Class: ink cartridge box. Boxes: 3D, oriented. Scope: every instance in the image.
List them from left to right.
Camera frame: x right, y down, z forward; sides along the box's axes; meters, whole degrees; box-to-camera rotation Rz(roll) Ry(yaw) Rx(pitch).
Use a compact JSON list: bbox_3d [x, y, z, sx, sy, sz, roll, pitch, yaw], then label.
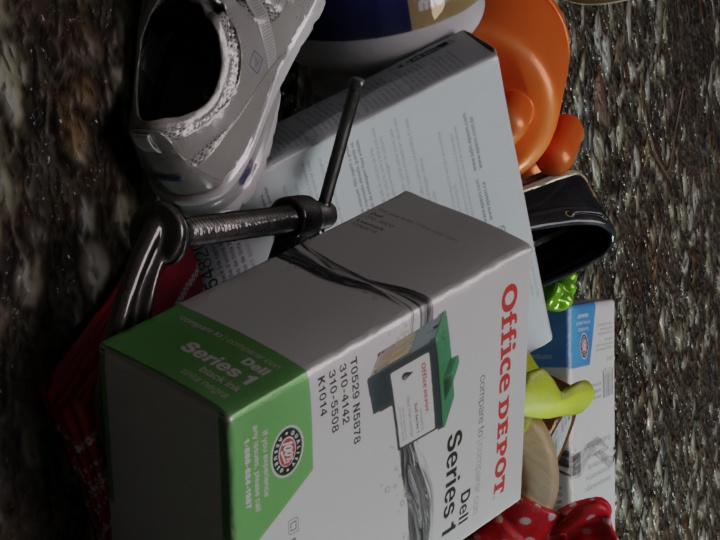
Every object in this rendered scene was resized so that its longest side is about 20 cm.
[{"bbox_3d":[-0.014,0.070,0.851,0.199,0.084,0.147,-28,129,-41],"label":"ink cartridge box"},{"bbox_3d":[0.000,0.000,1.021,0.199,0.041,0.201,-28,128,-18],"label":"ink cartridge box"},{"bbox_3d":[0.140,0.124,1.452,0.145,0.083,0.202,-2,91,-70],"label":"ink cartridge box"}]

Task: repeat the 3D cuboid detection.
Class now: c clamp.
[{"bbox_3d":[-0.062,0.002,0.876,0.200,0.027,0.172,-22,125,-62],"label":"c clamp"}]

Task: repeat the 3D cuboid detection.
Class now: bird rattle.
[{"bbox_3d":[0.075,0.128,1.174,0.113,0.162,0.201,-102,-178,-65],"label":"bird rattle"}]

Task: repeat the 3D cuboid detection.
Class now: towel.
[{"bbox_3d":[-0.091,0.095,0.904,0.145,0.022,0.201,-63,147,-52],"label":"towel"}]

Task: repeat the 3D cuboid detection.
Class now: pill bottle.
[{"bbox_3d":[0.005,-0.172,1.032,0.120,0.119,0.201,-57,141,-57],"label":"pill bottle"}]

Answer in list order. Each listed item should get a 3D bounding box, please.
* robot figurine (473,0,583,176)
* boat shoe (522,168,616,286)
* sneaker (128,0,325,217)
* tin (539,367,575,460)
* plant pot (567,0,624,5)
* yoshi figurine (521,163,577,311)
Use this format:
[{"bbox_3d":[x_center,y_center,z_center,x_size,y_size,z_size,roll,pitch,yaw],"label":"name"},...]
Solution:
[{"bbox_3d":[0.074,-0.128,1.218,0.200,0.143,0.117,-69,163,-62],"label":"robot figurine"},{"bbox_3d":[0.079,-0.004,1.193,0.199,0.062,0.075,-24,145,-29],"label":"boat shoe"},{"bbox_3d":[-0.063,-0.128,0.905,0.082,0.074,0.201,51,43,-62],"label":"sneaker"},{"bbox_3d":[0.090,0.160,1.271,0.201,0.042,0.112,-61,161,-14],"label":"tin"},{"bbox_3d":[0.197,-0.349,1.528,0.201,0.186,0.188,58,34,-30],"label":"plant pot"},{"bbox_3d":[0.077,0.018,1.264,0.112,0.112,0.202,15,78,-57],"label":"yoshi figurine"}]
